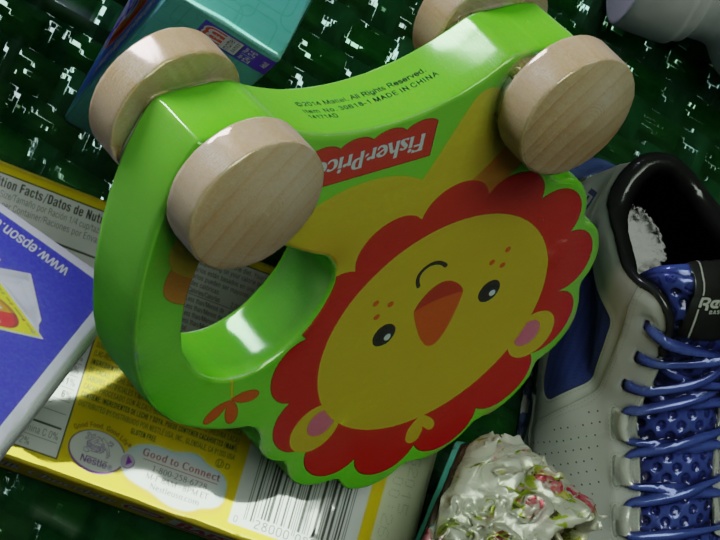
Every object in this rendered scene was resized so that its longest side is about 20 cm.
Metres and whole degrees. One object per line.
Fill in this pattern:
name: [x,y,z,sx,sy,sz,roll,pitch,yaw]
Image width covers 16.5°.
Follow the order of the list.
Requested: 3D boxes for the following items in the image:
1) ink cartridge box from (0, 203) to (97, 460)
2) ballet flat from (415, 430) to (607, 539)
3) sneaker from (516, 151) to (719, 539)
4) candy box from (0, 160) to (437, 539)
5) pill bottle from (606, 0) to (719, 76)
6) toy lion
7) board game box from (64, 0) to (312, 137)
ink cartridge box: [-0.209,0.022,0.791,0.197,0.047,0.200,36,54,0]
ballet flat: [0.028,0.152,0.868,0.064,0.076,0.200,21,77,13]
sneaker: [0.107,0.044,0.913,0.080,0.115,0.200,-2,79,-21]
candy box: [-0.065,0.040,0.896,0.200,0.026,0.102,22,68,-16]
pill bottle: [0.206,-0.113,0.980,0.199,0.116,0.117,16,73,-7]
toy lion: [0.000,0.000,0.821,0.200,0.192,0.069,-17,48,-34]
board game box: [-0.026,-0.144,0.884,0.045,0.152,0.200,30,69,-12]
